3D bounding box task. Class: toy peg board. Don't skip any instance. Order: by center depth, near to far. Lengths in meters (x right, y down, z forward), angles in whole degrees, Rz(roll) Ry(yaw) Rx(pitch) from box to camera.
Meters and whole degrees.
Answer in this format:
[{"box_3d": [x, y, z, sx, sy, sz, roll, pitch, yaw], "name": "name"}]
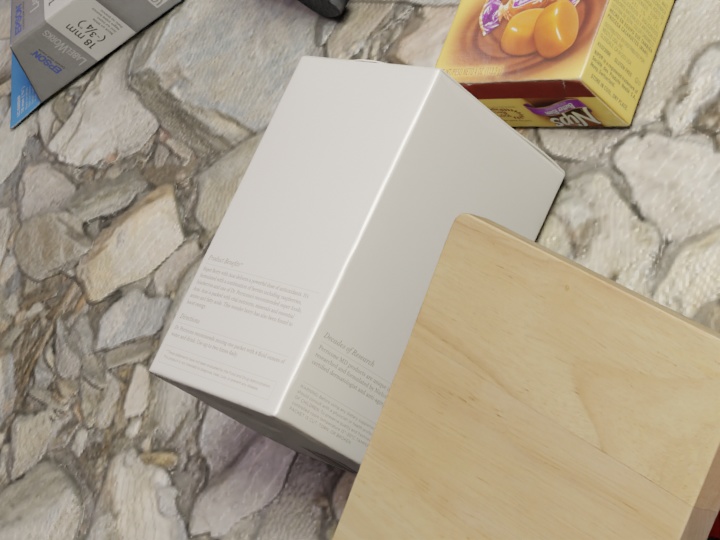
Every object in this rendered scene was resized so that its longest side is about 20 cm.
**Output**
[{"box_3d": [0.104, 0.103, 0.800, 0.200, 0.098, 0.200, 30, 103, 51], "name": "toy peg board"}]

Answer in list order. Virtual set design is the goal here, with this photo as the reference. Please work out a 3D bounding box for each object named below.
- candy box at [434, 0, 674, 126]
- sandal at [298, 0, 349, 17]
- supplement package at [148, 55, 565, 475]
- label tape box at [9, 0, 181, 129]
[{"box_3d": [0.127, -0.182, 0.976, 0.116, 0.056, 0.201, 4, 66, 47], "name": "candy box"}, {"box_3d": [-0.066, -0.230, 1.181, 0.043, 0.076, 0.200, -54, 40, 5], "name": "sandal"}, {"box_3d": [0.000, 0.000, 0.930, 0.121, 0.120, 0.201, 14, 75, 50], "name": "supplement package"}, {"box_3d": [-0.233, -0.227, 1.355, 0.200, 0.063, 0.145, -32, 45, 26], "name": "label tape box"}]
